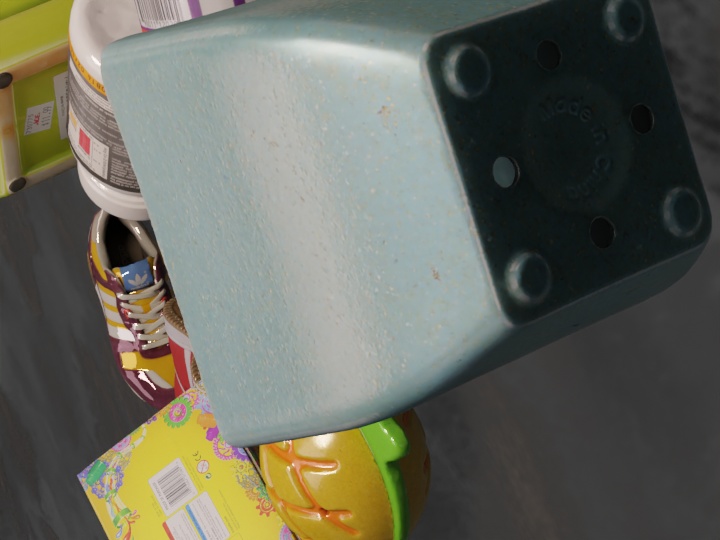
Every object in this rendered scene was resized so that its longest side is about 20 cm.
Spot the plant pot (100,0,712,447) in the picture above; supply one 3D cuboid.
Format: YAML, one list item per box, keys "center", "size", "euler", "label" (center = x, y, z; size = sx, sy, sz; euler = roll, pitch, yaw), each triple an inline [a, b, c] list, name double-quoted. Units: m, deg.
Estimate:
- center: [0.036, -0.045, 0.746]
  size: [0.200, 0.196, 0.197]
  euler: [-7, 103, 59]
  label: "plant pot"

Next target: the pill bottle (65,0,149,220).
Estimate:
- center: [-0.156, -0.125, 1.246]
  size: [0.117, 0.116, 0.200]
  euler: [62, 158, 20]
  label: "pill bottle"

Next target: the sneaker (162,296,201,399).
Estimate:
- center: [-0.109, 0.104, 1.407]
  size: [0.200, 0.071, 0.113]
  euler: [-132, 32, -60]
  label: "sneaker"

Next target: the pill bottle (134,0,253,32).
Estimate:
- center: [-0.091, -0.226, 0.991]
  size: [0.111, 0.111, 0.201]
  euler: [29, 135, 60]
  label: "pill bottle"

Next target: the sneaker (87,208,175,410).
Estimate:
- center: [-0.202, 0.035, 1.573]
  size: [0.201, 0.075, 0.090]
  euler: [63, 164, 15]
  label: "sneaker"

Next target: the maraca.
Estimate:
- center: [-0.009, 0.111, 1.103]
  size: [0.137, 0.107, 0.200]
  euler: [47, 153, 27]
  label: "maraca"

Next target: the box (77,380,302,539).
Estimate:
- center: [-0.075, 0.217, 1.250]
  size: [0.200, 0.122, 0.193]
  euler: [56, -174, 33]
  label: "box"

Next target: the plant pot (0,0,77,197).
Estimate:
- center: [-0.269, -0.187, 1.375]
  size: [0.182, 0.198, 0.200]
  euler: [49, 152, 29]
  label: "plant pot"
